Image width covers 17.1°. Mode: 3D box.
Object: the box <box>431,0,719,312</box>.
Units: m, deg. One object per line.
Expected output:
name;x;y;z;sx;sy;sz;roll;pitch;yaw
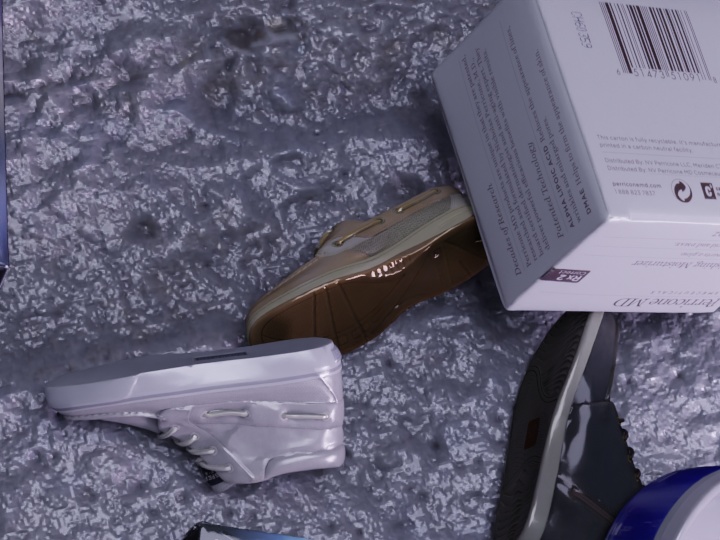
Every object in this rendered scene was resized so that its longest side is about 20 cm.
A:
box;0.184;-0.086;1.681;0.199;0.131;0.200;1;61;-33

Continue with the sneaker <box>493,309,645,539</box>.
sneaker;0.166;0.125;1.691;0.106;0.075;0.200;24;69;-20

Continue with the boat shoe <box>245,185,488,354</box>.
boat shoe;0.000;0.000;1.681;0.200;0.072;0.065;-28;46;-18

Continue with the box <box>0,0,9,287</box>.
box;-0.337;-0.080;1.569;0.199;0.123;0.199;1;72;-17

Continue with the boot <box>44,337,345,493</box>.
boot;-0.108;0.105;1.607;0.199;0.074;0.096;-6;98;-1

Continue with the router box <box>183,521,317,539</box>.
router box;-0.050;0.274;1.574;0.149;0.062;0.201;9;71;-12

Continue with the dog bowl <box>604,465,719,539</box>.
dog bowl;0.256;0.232;1.638;0.200;0.079;0.201;3;84;-33
